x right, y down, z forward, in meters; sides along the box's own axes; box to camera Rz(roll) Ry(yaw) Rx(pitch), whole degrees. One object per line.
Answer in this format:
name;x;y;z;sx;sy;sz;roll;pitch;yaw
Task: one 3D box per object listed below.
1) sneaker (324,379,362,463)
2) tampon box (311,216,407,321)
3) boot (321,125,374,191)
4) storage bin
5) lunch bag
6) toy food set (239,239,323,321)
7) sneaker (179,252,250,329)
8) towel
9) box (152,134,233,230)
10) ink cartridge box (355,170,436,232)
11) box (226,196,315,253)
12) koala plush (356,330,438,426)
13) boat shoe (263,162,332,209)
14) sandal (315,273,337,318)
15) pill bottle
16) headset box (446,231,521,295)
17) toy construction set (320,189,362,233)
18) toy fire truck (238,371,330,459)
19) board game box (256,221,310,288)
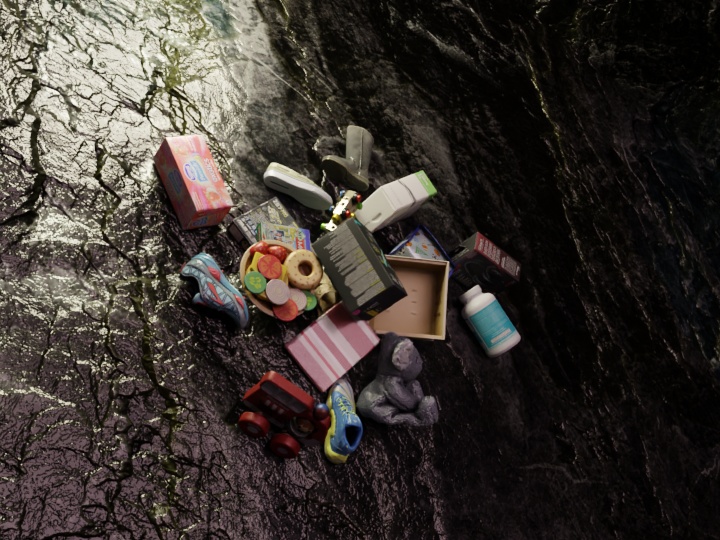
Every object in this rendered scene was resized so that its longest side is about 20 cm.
sneaker;-0.027;0.335;1.520;0.075;0.105;0.201;20;54;-28
tampon box;0.000;0.000;1.608;0.200;0.126;0.150;59;9;19
boot;-0.032;-0.348;1.944;0.182;0.072;0.201;31;55;-38
storage bin;0.116;0.072;1.717;0.198;0.094;0.201;6;80;-8
lunch bag;0.179;-0.030;1.890;0.170;0.124;0.200;51;32;-2
toy food set;-0.183;0.019;1.528;0.199;0.049;0.199;28;54;-23
sneaker;-0.329;0.061;1.484;0.095;0.079;0.200;-36;82;-31
towel;-0.065;0.177;1.598;0.200;0.023;0.144;-38;88;-25
box;-0.395;-0.208;1.564;0.102;0.095;0.201;-15;74;-41
ink cartridge box;0.099;-0.194;1.902;0.200;0.145;0.084;-26;82;-44
box;-0.211;-0.069;1.656;0.200;0.049;0.161;52;48;0
koala plush;0.085;0.249;1.578;0.183;0.177;0.201;2;96;-10
boat shoe;-0.160;-0.228;1.774;0.199;0.072;0.062;25;54;-20
sandal;-0.077;0.077;1.658;0.077;0.070;0.213;10;59;-33
pill bottle;0.368;0.144;1.934;0.111;0.111;0.200;-29;85;-44
headset box;0.355;-0.015;1.992;0.200;0.149;0.077;34;48;-18
toy construction set;-0.043;-0.138;1.781;0.092;0.131;0.201;5;50;13
toy fire truck;-0.149;0.300;1.402;0.200;0.168;0.112;38;48;-13
board game box;-0.179;-0.013;1.599;0.134;0.029;0.201;8;63;-32
